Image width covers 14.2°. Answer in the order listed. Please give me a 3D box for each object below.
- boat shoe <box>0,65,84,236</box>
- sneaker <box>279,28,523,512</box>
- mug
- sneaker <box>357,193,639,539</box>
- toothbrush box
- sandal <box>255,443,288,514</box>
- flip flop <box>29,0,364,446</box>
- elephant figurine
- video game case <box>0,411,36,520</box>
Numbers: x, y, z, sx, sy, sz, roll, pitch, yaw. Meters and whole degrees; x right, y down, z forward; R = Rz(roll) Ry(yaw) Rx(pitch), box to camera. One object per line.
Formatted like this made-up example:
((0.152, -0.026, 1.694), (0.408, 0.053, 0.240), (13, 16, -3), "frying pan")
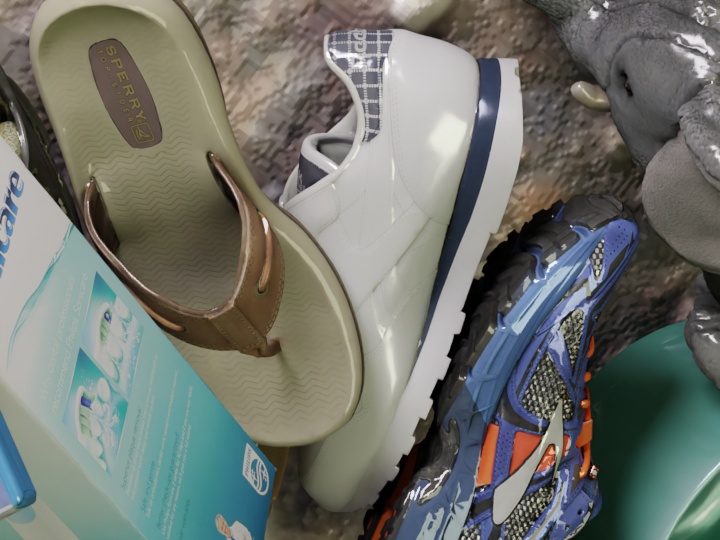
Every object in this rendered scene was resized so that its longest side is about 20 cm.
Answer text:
((-0.143, -0.037, 0.989), (0.072, 0.066, 0.201), (-35, 128, -11), "boat shoe")
((0.000, 0.000, 1.106), (0.080, 0.076, 0.201), (11, 114, -12), "sneaker")
((0.138, 0.094, 1.206), (0.184, 0.114, 0.153), (10, 110, -35), "mug")
((0.063, 0.062, 1.113), (0.078, 0.075, 0.201), (21, 109, -10), "sneaker")
((-0.142, 0.058, 0.984), (0.146, 0.086, 0.200), (-16, 135, 25), "toothbrush box")
((-0.085, 0.127, 1.125), (0.080, 0.054, 0.201), (19, 88, -52), "sandal")
((-0.061, -0.014, 1.034), (0.081, 0.058, 0.201), (-18, 119, 10), "flip flop")
((0.148, -0.049, 1.083), (0.155, 0.142, 0.200), (-19, 130, 19), "elephant figurine")
((-0.214, 0.047, 0.877), (0.199, 0.144, 0.018), (-26, 175, 12), "video game case")
